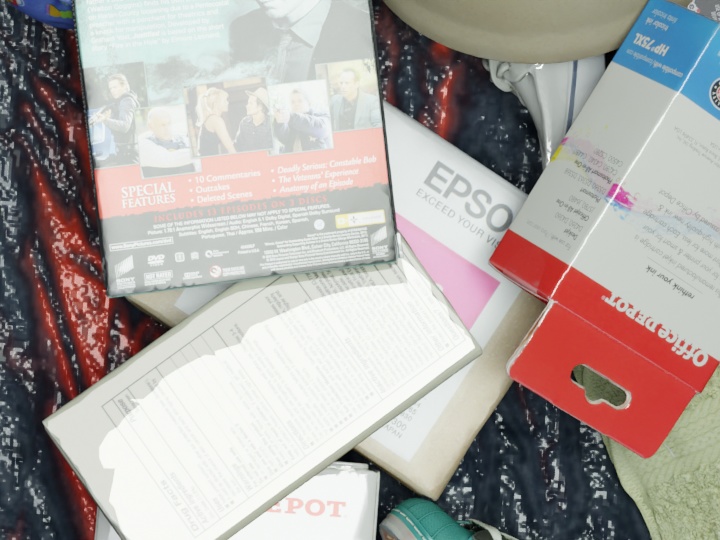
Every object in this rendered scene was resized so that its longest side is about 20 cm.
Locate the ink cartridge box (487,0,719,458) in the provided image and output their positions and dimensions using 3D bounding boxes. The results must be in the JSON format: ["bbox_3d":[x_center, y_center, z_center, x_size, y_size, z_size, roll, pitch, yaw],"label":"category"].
[{"bbox_3d":[0.148,-0.020,1.364,0.116,0.067,0.200,31,92,-33],"label":"ink cartridge box"}]

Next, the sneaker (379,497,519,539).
[{"bbox_3d":[0.097,0.172,1.435,0.200,0.071,0.080,42,80,-21],"label":"sneaker"}]

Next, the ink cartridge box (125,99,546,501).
[{"bbox_3d":[0.000,0.000,1.439,0.200,0.075,0.165,33,88,-1],"label":"ink cartridge box"}]

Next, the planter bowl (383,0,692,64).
[{"bbox_3d":[0.088,-0.224,1.376,0.200,0.135,0.201,-3,57,5],"label":"planter bowl"}]

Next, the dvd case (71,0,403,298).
[{"bbox_3d":[-0.063,-0.095,1.302,0.146,0.022,0.201,-8,97,-8],"label":"dvd case"}]

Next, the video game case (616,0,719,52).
[{"bbox_3d":[0.237,-0.098,1.479,0.180,0.026,0.201,-13,89,-3],"label":"video game case"}]

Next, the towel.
[{"bbox_3d":[0.212,0.073,1.419,0.200,0.036,0.149,-27,92,35],"label":"towel"}]

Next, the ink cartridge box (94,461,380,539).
[{"bbox_3d":[-0.070,0.196,1.425,0.146,0.086,0.201,4,86,-3],"label":"ink cartridge box"}]

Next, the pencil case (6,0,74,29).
[{"bbox_3d":[-0.108,-0.209,1.338,0.087,0.078,0.200,28,88,20],"label":"pencil case"}]

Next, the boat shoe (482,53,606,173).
[{"bbox_3d":[0.095,-0.119,1.437,0.065,0.074,0.201,0,64,0],"label":"boat shoe"}]

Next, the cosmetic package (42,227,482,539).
[{"bbox_3d":[-0.050,0.059,1.356,0.200,0.071,0.105,-34,89,-7],"label":"cosmetic package"}]
